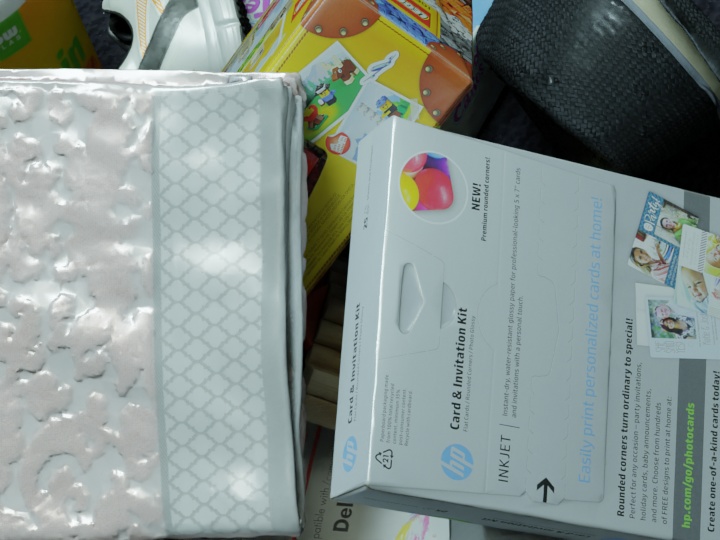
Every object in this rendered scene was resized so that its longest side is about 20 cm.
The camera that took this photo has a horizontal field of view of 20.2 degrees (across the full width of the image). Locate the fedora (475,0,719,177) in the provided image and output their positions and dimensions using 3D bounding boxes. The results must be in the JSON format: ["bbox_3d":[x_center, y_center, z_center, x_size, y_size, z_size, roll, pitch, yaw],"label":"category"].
[{"bbox_3d":[0.121,-0.111,1.048,0.092,0.201,0.201,-42,54,2],"label":"fedora"}]

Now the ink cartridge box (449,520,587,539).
[{"bbox_3d":[0.107,0.099,0.887,0.161,0.050,0.200,-3,63,-29],"label":"ink cartridge box"}]

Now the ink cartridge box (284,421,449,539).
[{"bbox_3d":[0.013,0.127,0.953,0.200,0.067,0.117,2,55,15],"label":"ink cartridge box"}]

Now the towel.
[{"bbox_3d":[-0.116,0.016,0.838,0.191,0.032,0.200,-1,89,6],"label":"towel"}]

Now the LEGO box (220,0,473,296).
[{"bbox_3d":[-0.035,-0.057,0.937,0.200,0.077,0.149,-51,13,21],"label":"LEGO box"}]

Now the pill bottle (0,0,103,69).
[{"bbox_3d":[-0.218,-0.144,1.125,0.111,0.200,0.111,-7,53,9],"label":"pill bottle"}]

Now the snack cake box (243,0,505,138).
[{"bbox_3d":[-0.016,-0.137,1.157,0.200,0.067,0.115,17,59,24],"label":"snack cake box"}]

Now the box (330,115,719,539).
[{"bbox_3d":[0.091,0.034,0.843,0.200,0.041,0.156,12,71,-23],"label":"box"}]

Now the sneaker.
[{"bbox_3d":[-0.111,-0.172,1.119,0.080,0.074,0.200,-17,52,4],"label":"sneaker"}]

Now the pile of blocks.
[{"bbox_3d":[0.000,0.000,0.960,0.062,0.082,0.200,19,38,-12],"label":"pile of blocks"}]

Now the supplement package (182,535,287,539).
[{"bbox_3d":[-0.094,0.201,0.820,0.200,0.120,0.121,-13,54,-49],"label":"supplement package"}]
